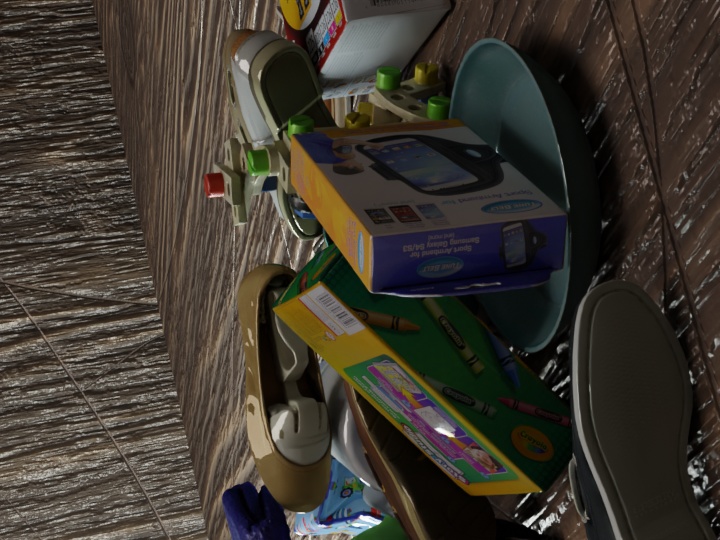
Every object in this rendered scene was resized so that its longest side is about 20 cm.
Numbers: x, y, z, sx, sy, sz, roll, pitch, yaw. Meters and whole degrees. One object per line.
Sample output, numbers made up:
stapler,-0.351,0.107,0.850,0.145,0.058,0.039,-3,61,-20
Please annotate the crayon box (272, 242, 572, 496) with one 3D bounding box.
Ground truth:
crayon box,0.043,0.064,0.911,0.200,0.058,0.119,43,160,-7

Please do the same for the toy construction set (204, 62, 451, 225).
toy construction set,-0.015,-0.088,0.985,0.131,0.199,0.092,-120,14,-53

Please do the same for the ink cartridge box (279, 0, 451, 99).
ink cartridge box,-0.010,-0.249,1.091,0.200,0.084,0.176,137,122,-73

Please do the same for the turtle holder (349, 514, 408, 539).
turtle holder,0.029,0.288,1.177,0.186,0.141,0.132,57,170,41

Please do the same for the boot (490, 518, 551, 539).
boot,0.121,0.273,0.968,0.200,0.069,0.175,-157,67,-65

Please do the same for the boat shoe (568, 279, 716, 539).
boat shoe,0.144,0.105,0.749,0.060,0.075,0.201,168,93,-70

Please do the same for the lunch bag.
lunch bag,-0.011,0.164,1.394,0.151,0.094,0.201,128,143,-72

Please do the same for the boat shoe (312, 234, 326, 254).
boat shoe,0.028,-0.037,1.132,0.074,0.076,0.200,47,155,0

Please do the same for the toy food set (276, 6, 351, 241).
toy food set,-0.057,-0.149,1.376,0.144,0.060,0.201,-123,27,-58

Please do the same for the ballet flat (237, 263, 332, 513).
ballet flat,-0.058,0.091,1.079,0.063,0.068,0.201,-24,77,63

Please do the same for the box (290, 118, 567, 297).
box,0.039,-0.040,0.827,0.200,0.119,0.042,-129,35,-61

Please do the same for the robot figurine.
robot figurine,0.023,0.119,1.137,0.200,0.113,0.170,-159,74,-73

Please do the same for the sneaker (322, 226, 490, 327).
sneaker,0.000,0.000,1.061,0.200,0.084,0.121,4,132,50

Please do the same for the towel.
towel,-0.058,0.275,1.102,0.148,0.049,0.201,-161,56,-75

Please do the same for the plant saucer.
plant saucer,0.106,-0.049,0.872,0.200,0.036,0.201,171,90,-75

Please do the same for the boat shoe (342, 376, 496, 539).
boat shoe,0.029,0.123,0.997,0.068,0.072,0.201,-28,84,61

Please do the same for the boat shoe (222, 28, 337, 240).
boat shoe,-0.062,-0.115,1.136,0.068,0.075,0.200,36,150,38
